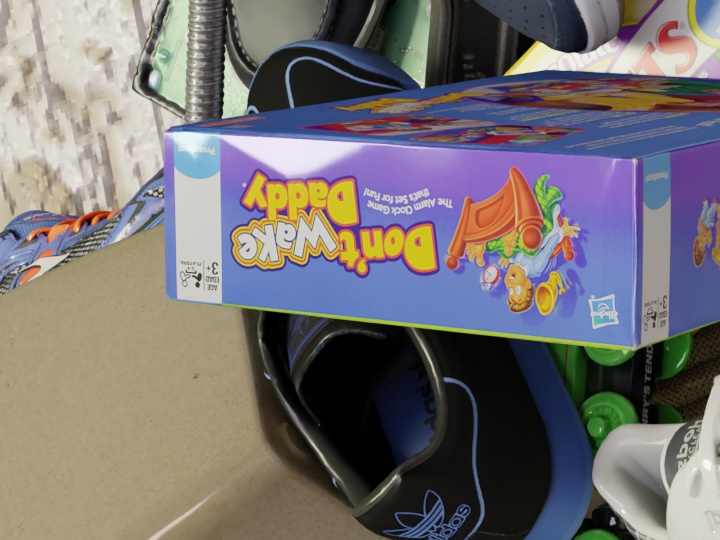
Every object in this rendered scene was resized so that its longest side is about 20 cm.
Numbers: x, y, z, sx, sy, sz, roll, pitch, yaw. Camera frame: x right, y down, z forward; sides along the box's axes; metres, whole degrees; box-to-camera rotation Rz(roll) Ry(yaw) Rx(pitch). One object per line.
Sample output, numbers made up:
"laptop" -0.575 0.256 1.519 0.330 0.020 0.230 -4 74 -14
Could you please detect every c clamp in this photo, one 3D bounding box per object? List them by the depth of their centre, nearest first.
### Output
"c clamp" -0.029 -0.066 0.878 0.170 0.027 0.201 -4 112 -4

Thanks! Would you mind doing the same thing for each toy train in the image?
"toy train" 0.064 0.100 0.780 0.056 0.042 0.201 -2 78 38

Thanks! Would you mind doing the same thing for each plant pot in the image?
"plant pot" -0.050 0.102 0.863 0.177 0.200 0.200 -41 32 19

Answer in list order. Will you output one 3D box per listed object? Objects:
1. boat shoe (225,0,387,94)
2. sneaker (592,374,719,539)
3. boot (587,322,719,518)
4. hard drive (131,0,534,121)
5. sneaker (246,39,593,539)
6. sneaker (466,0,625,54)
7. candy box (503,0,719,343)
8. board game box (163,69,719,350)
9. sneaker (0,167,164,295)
"boat shoe" -0.023 -0.154 0.887 0.074 0.062 0.201 14 103 28
"sneaker" 0.125 0.058 0.667 0.080 0.077 0.200 37 157 -7
"boot" 0.094 0.117 0.876 0.200 0.073 0.156 -35 77 27
"hard drive" 0.008 -0.128 0.928 0.139 0.038 0.201 29 108 27
"sneaker" 0.000 0.000 0.785 0.070 0.078 0.200 -48 51 26
"sneaker" -0.019 -0.117 0.789 0.108 0.070 0.200 -40 76 -15
"candy box" 0.097 -0.044 0.805 0.200 0.026 0.102 -46 68 30
"board game box" 0.059 -0.022 0.696 0.134 0.200 0.045 6 101 33
"sneaker" -0.108 0.004 0.982 0.200 0.075 0.079 -38 65 36
